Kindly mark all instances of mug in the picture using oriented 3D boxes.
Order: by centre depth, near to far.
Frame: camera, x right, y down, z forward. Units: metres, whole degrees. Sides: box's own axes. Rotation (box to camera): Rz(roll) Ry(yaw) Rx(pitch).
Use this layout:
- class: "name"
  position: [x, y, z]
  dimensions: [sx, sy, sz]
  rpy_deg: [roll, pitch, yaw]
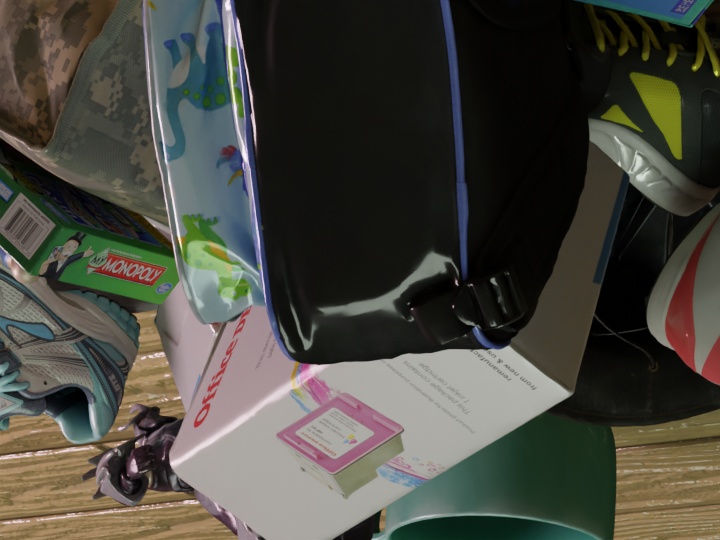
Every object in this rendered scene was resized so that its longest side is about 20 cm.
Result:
- class: "mug"
  position: [0.081, 0.132, 1.600]
  dimensions: [0.185, 0.115, 0.152]
  rpy_deg: [3, 158, 7]

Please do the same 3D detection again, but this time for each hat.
- class: "hat"
  position: [0.149, -0.012, 1.266]
  dimensions: [0.200, 0.201, 0.081]
  rpy_deg: [13, -165, -18]

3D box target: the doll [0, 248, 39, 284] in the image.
- class: "doll"
  position: [-0.207, -0.040, 1.143]
  dimensions: [0.048, 0.200, 0.137]
  rpy_deg: [-37, 102, 14]

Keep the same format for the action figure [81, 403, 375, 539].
- class: "action figure"
  position: [-0.074, 0.112, 1.338]
  dimensions: [0.200, 0.130, 0.070]
  rpy_deg: [25, 136, 48]

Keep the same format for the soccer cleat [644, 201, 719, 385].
- class: "soccer cleat"
  position: [0.206, -0.036, 1.107]
  dimensions: [0.068, 0.200, 0.073]
  rpy_deg: [10, -156, -41]

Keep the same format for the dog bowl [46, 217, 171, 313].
- class: "dog bowl"
  position: [-0.167, -0.033, 1.335]
  dimensions: [0.200, 0.059, 0.200]
  rpy_deg: [5, 158, 2]

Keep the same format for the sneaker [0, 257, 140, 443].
- class: "sneaker"
  position: [-0.201, 0.039, 1.327]
  dimensions: [0.078, 0.087, 0.200]
  rpy_deg: [-16, 149, 39]

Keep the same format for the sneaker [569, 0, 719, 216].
- class: "sneaker"
  position: [0.129, -0.100, 1.120]
  dimensions: [0.085, 0.075, 0.200]
  rpy_deg: [-33, 140, 28]

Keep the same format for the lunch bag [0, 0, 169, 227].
- class: "lunch bag"
  position: [-0.122, -0.103, 1.071]
  dimensions: [0.200, 0.118, 0.164]
  rpy_deg: [30, -178, 41]

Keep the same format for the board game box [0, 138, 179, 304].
- class: "board game box"
  position: [-0.180, -0.063, 1.101]
  dimensions: [0.200, 0.029, 0.135]
  rpy_deg: [42, -170, 20]

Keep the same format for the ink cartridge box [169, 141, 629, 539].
- class: "ink cartridge box"
  position: [0.016, 0.024, 1.079]
  dimensions: [0.085, 0.145, 0.200]
  rpy_deg: [39, 134, -19]

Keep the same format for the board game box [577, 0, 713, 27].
- class: "board game box"
  position: [0.074, -0.171, 0.973]
  dimensions: [0.200, 0.045, 0.152]
  rpy_deg: [12, 156, -13]

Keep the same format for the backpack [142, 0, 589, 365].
- class: "backpack"
  position: [0.005, -0.074, 0.901]
  dimensions: [0.147, 0.183, 0.200]
  rpy_deg: [-3, -162, 18]

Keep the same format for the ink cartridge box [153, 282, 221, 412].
- class: "ink cartridge box"
  position: [-0.006, 0.008, 1.324]
  dimensions: [0.200, 0.068, 0.115]
  rpy_deg: [-14, 157, -19]
